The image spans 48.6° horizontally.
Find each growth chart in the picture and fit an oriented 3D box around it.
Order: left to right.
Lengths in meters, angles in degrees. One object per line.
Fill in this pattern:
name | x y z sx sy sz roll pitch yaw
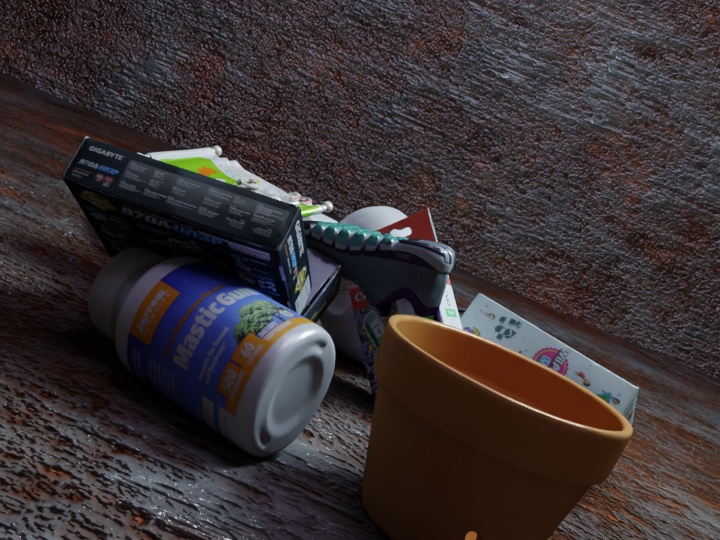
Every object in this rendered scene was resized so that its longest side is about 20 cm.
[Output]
growth chart | -0.147 -0.096 0.901 0.199 0.018 0.144 29 28 23

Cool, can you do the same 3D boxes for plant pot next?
plant pot | 0.086 0.138 0.615 0.198 0.141 0.200 23 7 -3

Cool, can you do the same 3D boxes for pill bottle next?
pill bottle | -0.129 0.056 0.657 0.199 0.113 0.112 26 8 26

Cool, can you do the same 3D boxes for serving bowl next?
serving bowl | -0.002 0.016 1.006 0.065 0.202 0.200 5 16 -36

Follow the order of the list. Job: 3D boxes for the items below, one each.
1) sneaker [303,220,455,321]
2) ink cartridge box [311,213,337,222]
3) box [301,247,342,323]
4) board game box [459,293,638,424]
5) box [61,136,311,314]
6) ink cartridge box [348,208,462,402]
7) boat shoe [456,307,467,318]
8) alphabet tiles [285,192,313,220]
sneaker | 0.000 0.000 0.850 0.198 0.089 0.074 13 8 29
ink cartridge box | -0.119 -0.015 1.054 0.083 0.147 0.200 24 9 14
box | -0.140 0.016 0.817 0.198 0.051 0.158 26 47 14
board game box | 0.207 0.126 0.904 0.199 0.064 0.148 33 -13 26
box | -0.146 -0.029 0.710 0.198 0.046 0.159 18 -25 9
ink cartridge box | 0.047 0.039 0.888 0.108 0.202 0.050 -21 -16 29
boat shoe | 0.084 0.080 1.074 0.198 0.072 0.066 3 37 18
alphabet tiles | -0.139 -0.025 0.899 0.193 0.015 0.201 -16 55 -18
